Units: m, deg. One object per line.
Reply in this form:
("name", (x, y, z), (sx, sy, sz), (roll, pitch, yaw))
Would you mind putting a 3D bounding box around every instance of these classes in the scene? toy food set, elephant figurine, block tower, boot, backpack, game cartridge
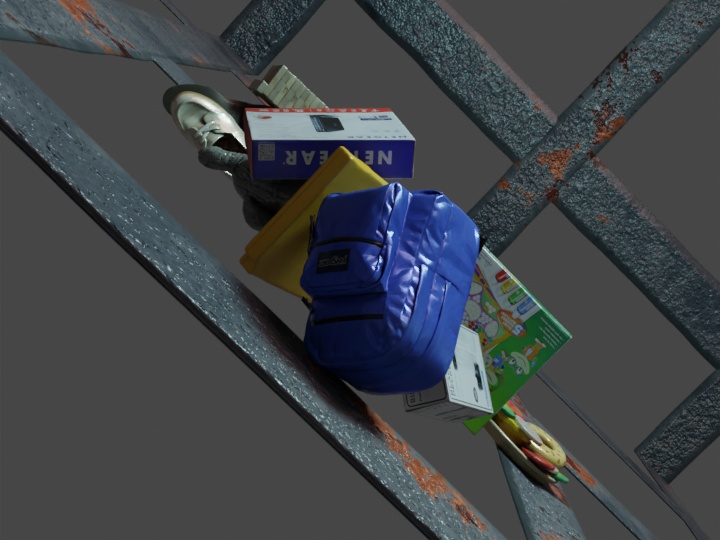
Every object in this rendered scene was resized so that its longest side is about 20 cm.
("toy food set", (0.249, 0.257, 1.623), (0.200, 0.049, 0.198), (46, 8, 0))
("elephant figurine", (-0.110, -0.106, 1.395), (0.198, 0.155, 0.144), (13, 66, -26))
("block tower", (-0.076, -0.235, 1.591), (0.199, 0.058, 0.054), (39, -4, -24))
("boot", (-0.220, -0.232, 1.642), (0.184, 0.065, 0.200), (14, -4, -8))
("backpack", (0.016, 0.022, 1.096), (0.161, 0.203, 0.167), (-10, -31, 42))
("game cartridge", (-0.036, -0.046, 1.217), (0.032, 0.176, 0.200), (48, 8, 27))

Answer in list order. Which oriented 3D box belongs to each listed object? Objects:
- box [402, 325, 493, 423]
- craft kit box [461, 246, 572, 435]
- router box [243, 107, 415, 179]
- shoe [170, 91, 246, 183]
("box", (0.107, 0.128, 1.325), (0.200, 0.059, 0.118), (30, 49, -64))
("craft kit box", (0.163, 0.092, 1.479), (0.200, 0.198, 0.048), (45, 11, 9))
("router box", (-0.043, -0.161, 1.296), (0.197, 0.050, 0.180), (-1, 21, -9))
("shoe", (-0.191, -0.179, 1.488), (0.200, 0.070, 0.053), (44, -1, -22))
